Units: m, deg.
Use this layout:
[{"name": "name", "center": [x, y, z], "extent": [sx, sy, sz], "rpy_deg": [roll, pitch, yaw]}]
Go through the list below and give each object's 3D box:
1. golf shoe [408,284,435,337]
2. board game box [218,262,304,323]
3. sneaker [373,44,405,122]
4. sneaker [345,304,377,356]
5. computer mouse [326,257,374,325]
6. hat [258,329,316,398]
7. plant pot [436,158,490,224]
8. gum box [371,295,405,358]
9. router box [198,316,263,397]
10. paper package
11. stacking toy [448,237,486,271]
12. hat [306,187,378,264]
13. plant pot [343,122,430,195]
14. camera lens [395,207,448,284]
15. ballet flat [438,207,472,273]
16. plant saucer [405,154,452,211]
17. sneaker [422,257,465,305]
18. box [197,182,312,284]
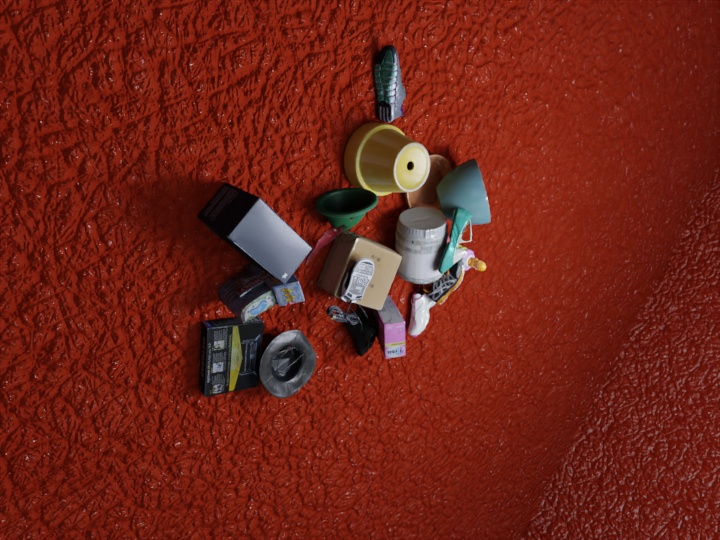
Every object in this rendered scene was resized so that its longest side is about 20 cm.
[{"name": "golf shoe", "center": [0.197, 0.125, 1.777], "extent": [0.091, 0.075, 0.201], "rpy_deg": [27, 84, -30]}, {"name": "board game box", "center": [-0.238, 0.042, 1.323], "extent": [0.199, 0.199, 0.062], "rpy_deg": [-31, 124, -24]}, {"name": "sneaker", "center": [0.088, -0.518, 1.450], "extent": [0.087, 0.074, 0.201], "rpy_deg": [-30, 133, -41]}, {"name": "sneaker", "center": [-0.004, 0.190, 1.644], "extent": [0.060, 0.104, 0.200], "rpy_deg": [-42, 164, -30]}, {"name": "computer mouse", "center": [-0.021, 0.052, 1.464], "extent": [0.109, 0.044, 0.201], "rpy_deg": [16, 103, -35]}, {"name": "hat", "center": [-0.224, 0.258, 1.494], "extent": [0.200, 0.081, 0.202], "rpy_deg": [-14, 110, -42]}, {"name": "plant pot", "center": [0.308, -0.228, 1.614], "extent": [0.134, 0.201, 0.201], "rpy_deg": [-14, 122, 9]}, {"name": "gum box", "center": [0.083, 0.167, 1.623], "extent": [0.066, 0.200, 0.114], "rpy_deg": [-7, 113, -9]}, {"name": "router box", "center": [-0.347, 0.227, 1.409], "extent": [0.156, 0.052, 0.202], "rpy_deg": [-4, 110, -35]}, {"name": "paper package", "center": [0.000, 0.000, 1.551], "extent": [0.199, 0.103, 0.192], "rpy_deg": [19, 95, -39]}, {"name": "stacking toy", "center": [0.329, -0.039, 1.716], "extent": [0.110, 0.199, 0.116], "rpy_deg": [-46, 130, -21]}, {"name": "hat", "center": [-0.040, -0.117, 1.455], "extent": [0.166, 0.199, 0.177], "rpy_deg": [-49, 141, -45]}, {"name": "plant pot", "center": [0.084, -0.298, 1.444], "extent": [0.200, 0.188, 0.203], "rpy_deg": [-14, 114, -32]}, {"name": "camera lens", "center": [0.185, -0.072, 1.610], "extent": [0.159, 0.160, 0.201], "rpy_deg": [-22, 129, -28]}, {"name": "ballet flat", "center": [0.284, -0.080, 1.533], "extent": [0.067, 0.070, 0.202], "rpy_deg": [-3, 108, -73]}, {"name": "plant saucer", "center": [0.213, -0.265, 1.653], "extent": [0.199, 0.037, 0.202], "rpy_deg": [-15, 116, -33]}, {"name": "sneaker", "center": [0.270, 0.030, 1.679], "extent": [0.077, 0.078, 0.201], "rpy_deg": [29, 128, -4]}, {"name": "box", "center": [-0.254, -0.091, 1.261], "extent": [0.118, 0.200, 0.197], "rpy_deg": [-52, 130, -9]}]
